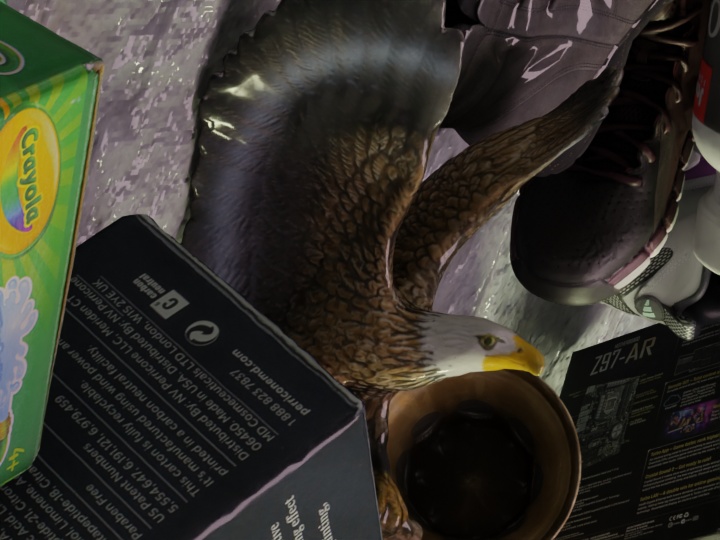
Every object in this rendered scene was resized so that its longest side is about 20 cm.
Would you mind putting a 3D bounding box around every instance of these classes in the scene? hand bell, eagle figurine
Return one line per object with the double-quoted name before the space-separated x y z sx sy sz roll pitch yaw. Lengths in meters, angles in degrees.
"hand bell" 0.058 0.116 1.115 0.104 0.104 0.200 -55 166 -11
"eagle figurine" 0.007 0.001 0.826 0.152 0.150 0.201 137 -36 -87

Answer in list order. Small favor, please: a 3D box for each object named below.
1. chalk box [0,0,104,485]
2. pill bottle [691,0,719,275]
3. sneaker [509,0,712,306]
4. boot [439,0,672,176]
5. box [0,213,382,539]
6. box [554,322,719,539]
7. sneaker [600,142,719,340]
"chalk box" -0.146 -0.007 0.526 0.200 0.123 0.125 -31 143 -46
"pill bottle" 0.206 -0.096 0.976 0.116 0.115 0.201 -21 124 -54
"sneaker" 0.119 -0.089 1.020 0.201 0.075 0.116 -59 152 -29
"boot" 0.080 -0.136 0.892 0.131 0.070 0.201 21 92 -58
"box" -0.098 0.110 0.627 0.200 0.107 0.149 -36 143 -24
"box" 0.174 0.087 1.120 0.044 0.199 0.161 43 46 -25
"sneaker" 0.189 -0.032 1.113 0.200 0.139 0.078 -44 150 -31
